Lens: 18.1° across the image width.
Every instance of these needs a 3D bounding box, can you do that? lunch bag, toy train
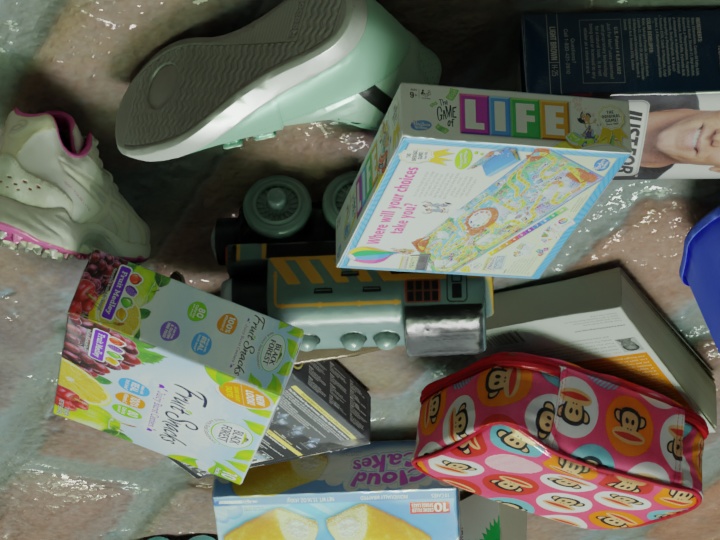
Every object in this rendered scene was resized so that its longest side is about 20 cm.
[{"bbox_3d":[0.142,0.135,1.683,0.199,0.083,0.176,21,153,-24],"label":"lunch bag"},{"bbox_3d":[0.000,0.000,1.475,0.198,0.115,0.085,-2,151,2],"label":"toy train"}]

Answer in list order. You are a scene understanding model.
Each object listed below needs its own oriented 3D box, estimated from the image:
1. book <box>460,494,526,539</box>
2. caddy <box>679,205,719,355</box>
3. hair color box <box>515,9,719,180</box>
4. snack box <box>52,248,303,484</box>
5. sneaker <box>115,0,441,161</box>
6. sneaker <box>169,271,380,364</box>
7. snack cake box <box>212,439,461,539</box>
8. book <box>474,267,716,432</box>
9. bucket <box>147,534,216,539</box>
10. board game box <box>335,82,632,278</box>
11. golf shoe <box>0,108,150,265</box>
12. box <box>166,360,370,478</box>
[{"bbox_3d":[0.072,0.281,1.948,0.048,0.135,0.200,20,145,-30],"label":"book"},{"bbox_3d":[0.282,-0.011,1.469,0.140,0.106,0.200,-17,162,-1],"label":"caddy"},{"bbox_3d":[0.193,-0.104,1.347,0.198,0.061,0.100,-2,152,1],"label":"hair color box"},{"bbox_3d":[-0.121,0.066,1.458,0.141,0.053,0.200,20,157,-2],"label":"snack box"},{"bbox_3d":[-0.047,-0.097,1.344,0.199,0.074,0.118,-20,149,34],"label":"sneaker"},{"bbox_3d":[-0.040,0.023,1.562,0.198,0.076,0.070,-11,-173,-15],"label":"sneaker"},{"bbox_3d":[-0.017,0.204,1.852,0.198,0.067,0.116,-3,124,3],"label":"snack cake box"},{"bbox_3d":[0.169,0.069,1.677,0.133,0.048,0.200,-11,149,25],"label":"book"},{"bbox_3d":[-0.156,0.342,2.067,0.205,0.136,0.208,1,151,1],"label":"bucket"},{"bbox_3d":[0.068,-0.049,1.339,0.133,0.035,0.200,3,159,-11],"label":"board game box"},{"bbox_3d":[-0.178,-0.050,1.429,0.075,0.092,0.200,9,178,16],"label":"golf shoe"},{"bbox_3d":[-0.104,0.090,1.706,0.160,0.050,0.200,-12,149,24],"label":"box"}]
